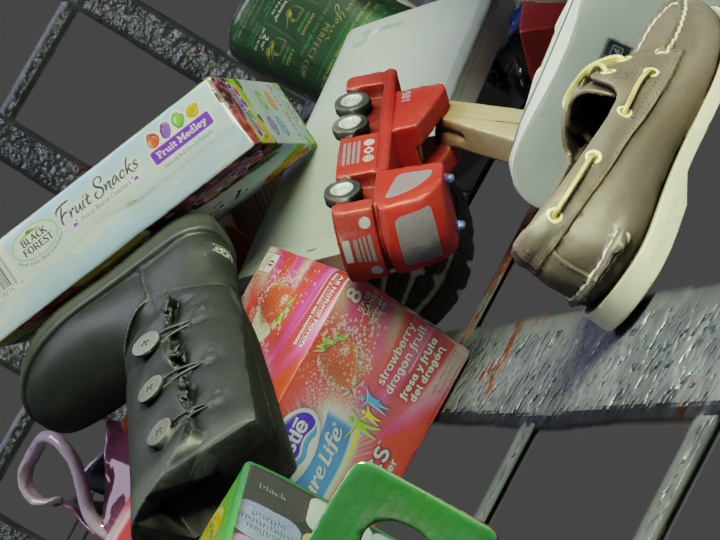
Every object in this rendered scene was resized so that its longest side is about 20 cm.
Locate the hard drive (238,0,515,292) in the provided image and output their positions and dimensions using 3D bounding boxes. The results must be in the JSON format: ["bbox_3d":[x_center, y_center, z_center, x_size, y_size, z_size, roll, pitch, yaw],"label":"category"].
[{"bbox_3d":[0.009,-0.076,1.385,0.131,0.026,0.201,-13,44,44],"label":"hard drive"}]

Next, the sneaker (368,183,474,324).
[{"bbox_3d":[-0.006,0.026,1.392,0.088,0.077,0.201,13,70,55],"label":"sneaker"}]

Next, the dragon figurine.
[{"bbox_3d":[0.117,-0.158,1.440,0.100,0.059,0.200,-56,12,14],"label":"dragon figurine"}]

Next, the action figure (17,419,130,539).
[{"bbox_3d":[-0.121,0.175,1.394,0.134,0.148,0.201,119,152,-46],"label":"action figure"}]

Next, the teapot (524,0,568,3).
[{"bbox_3d":[0.103,-0.226,1.197,0.201,0.196,0.146,-62,4,16],"label":"teapot"}]

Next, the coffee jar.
[{"bbox_3d":[0.014,-0.140,1.571,0.105,0.200,0.085,-58,-21,7],"label":"coffee jar"}]

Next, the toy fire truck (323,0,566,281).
[{"bbox_3d":[0.057,-0.074,1.262,0.201,0.140,0.049,-85,-18,-55],"label":"toy fire truck"}]

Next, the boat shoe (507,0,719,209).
[{"bbox_3d":[0.131,-0.126,1.171,0.201,0.073,0.065,-57,12,16],"label":"boat shoe"}]

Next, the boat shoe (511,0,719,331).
[{"bbox_3d":[0.119,-0.062,1.042,0.072,0.059,0.201,-52,11,50],"label":"boat shoe"}]

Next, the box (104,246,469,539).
[{"bbox_3d":[-0.042,0.099,1.270,0.201,0.095,0.100,-60,30,-7],"label":"box"}]

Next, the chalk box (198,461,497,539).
[{"bbox_3d":[-0.025,0.167,0.867,0.201,0.124,0.124,-58,7,21],"label":"chalk box"}]

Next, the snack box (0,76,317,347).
[{"bbox_3d":[-0.132,-0.034,1.357,0.200,0.053,0.142,-36,-4,13],"label":"snack box"}]

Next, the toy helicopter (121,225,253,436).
[{"bbox_3d":[-0.125,0.031,1.447,0.132,0.079,0.200,-42,11,-11],"label":"toy helicopter"}]

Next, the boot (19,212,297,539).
[{"bbox_3d":[-0.115,0.081,1.243,0.165,0.065,0.200,-47,35,20],"label":"boot"}]

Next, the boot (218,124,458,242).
[{"bbox_3d":[0.000,0.000,1.487,0.155,0.201,0.077,-24,7,-21],"label":"boot"}]
